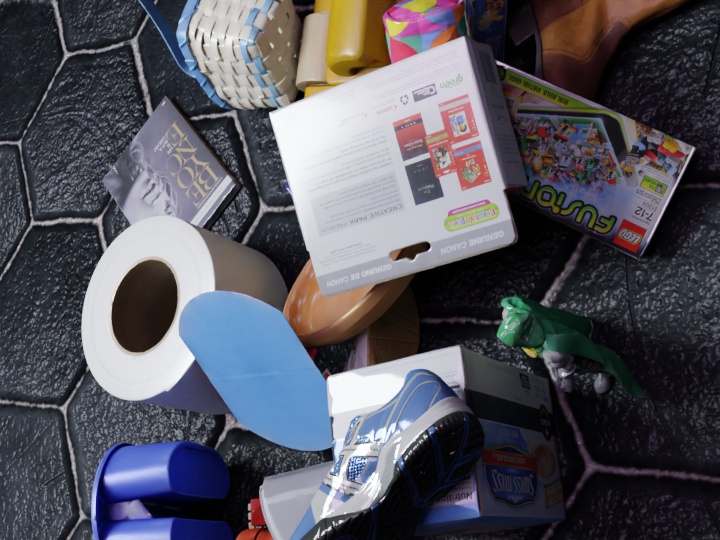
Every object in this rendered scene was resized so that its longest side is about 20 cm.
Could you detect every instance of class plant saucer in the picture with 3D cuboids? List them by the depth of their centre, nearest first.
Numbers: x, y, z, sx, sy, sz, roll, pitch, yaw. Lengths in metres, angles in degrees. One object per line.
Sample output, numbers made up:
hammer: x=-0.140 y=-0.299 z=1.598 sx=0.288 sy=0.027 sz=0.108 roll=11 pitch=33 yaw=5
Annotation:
plant saucer: x=0.000 y=0.000 z=0.958 sx=0.199 sy=0.037 sz=0.201 roll=-39 pitch=24 yaw=21

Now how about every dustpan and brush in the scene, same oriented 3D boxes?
dustpan and brush: x=-0.014 y=0.273 z=0.894 sx=0.137 sy=0.057 sz=0.204 roll=-11 pitch=94 yaw=-9

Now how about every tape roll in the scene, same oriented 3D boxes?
tape roll: x=-0.196 y=0.053 z=1.062 sx=0.200 sy=0.139 sz=0.207 roll=-10 pitch=71 yaw=31

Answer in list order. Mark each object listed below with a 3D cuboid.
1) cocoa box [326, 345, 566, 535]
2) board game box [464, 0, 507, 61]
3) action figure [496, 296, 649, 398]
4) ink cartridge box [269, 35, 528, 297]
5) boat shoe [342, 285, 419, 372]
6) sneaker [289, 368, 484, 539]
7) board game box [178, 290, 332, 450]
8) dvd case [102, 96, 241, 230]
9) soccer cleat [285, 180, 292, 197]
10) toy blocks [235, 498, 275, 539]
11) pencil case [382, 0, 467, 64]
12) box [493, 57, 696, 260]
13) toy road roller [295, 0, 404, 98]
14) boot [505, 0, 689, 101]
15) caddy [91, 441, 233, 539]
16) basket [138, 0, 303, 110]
cocoa box: x=0.079 y=0.157 z=0.813 sx=0.132 sy=0.199 sz=0.134 roll=-16 pitch=69 yaw=28
board game box: x=0.110 y=-0.305 z=0.926 sx=0.034 sy=0.201 sz=0.137 roll=-14 pitch=67 yaw=0
action figure: x=0.163 y=0.061 z=0.785 sx=0.118 sy=0.199 sz=0.055 roll=43 pitch=101 yaw=34
ink cartridge box: x=0.039 y=-0.087 z=0.845 sx=0.197 sy=0.084 sz=0.179 roll=-15 pitch=90 yaw=25
boat shoe: x=0.011 y=0.101 z=0.953 sx=0.069 sy=0.070 sz=0.203 roll=-19 pitch=55 yaw=48
sneaker: x=0.010 y=0.159 z=0.704 sx=0.200 sy=0.075 sz=0.077 roll=-47 pitch=38 yaw=15
board game box: x=-0.088 y=0.090 z=0.922 sx=0.156 sy=0.202 sz=0.039 roll=-11 pitch=29 yaw=41
dvd case: x=-0.249 y=-0.112 z=1.218 sx=0.149 sy=0.016 sz=0.200 roll=-49 pitch=57 yaw=12
soccer cleat: x=-0.019 y=-0.101 z=0.974 sx=0.200 sy=0.083 sz=0.065 roll=-29 pitch=28 yaw=59
toy blocks: x=-0.084 y=0.303 z=0.920 sx=0.099 sy=0.136 sz=0.204 roll=-14 pitch=69 yaw=29
pencil case: x=0.080 y=-0.171 z=0.920 sx=0.087 sy=0.088 sz=0.203 roll=7 pitch=123 yaw=34
box: x=0.188 y=-0.103 z=0.856 sx=0.198 sy=0.035 sz=0.112 roll=26 pitch=104 yaw=12
toy road roller: x=-0.004 y=-0.245 z=1.007 sx=0.197 sy=0.145 sz=0.125 roll=4 pitch=85 yaw=35
boot: x=0.258 y=-0.225 z=0.901 sx=0.198 sy=0.068 sz=0.190 roll=-29 pitch=55 yaw=15
caddy: x=-0.212 y=0.254 z=0.990 sx=0.103 sy=0.200 sz=0.144 roll=-11 pitch=71 yaw=12
basket: x=-0.161 y=-0.277 z=1.117 sx=0.197 sy=0.177 sz=0.141 roll=12 pitch=68 yaw=21
